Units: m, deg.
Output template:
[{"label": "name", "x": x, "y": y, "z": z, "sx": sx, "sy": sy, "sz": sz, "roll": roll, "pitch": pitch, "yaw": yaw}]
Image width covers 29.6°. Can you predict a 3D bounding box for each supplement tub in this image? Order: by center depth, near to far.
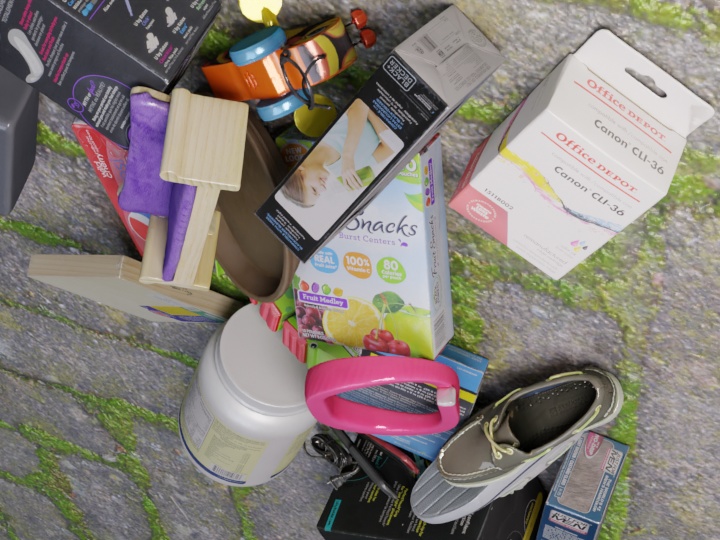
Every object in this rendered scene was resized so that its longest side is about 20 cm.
[{"label": "supplement tub", "x": -0.111, "y": 0.132, "z": 1.465, "sx": 0.144, "sy": 0.145, "sz": 0.200, "roll": 29, "pitch": 145, "yaw": -1}]

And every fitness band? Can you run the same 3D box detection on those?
[{"label": "fitness band", "x": 0.022, "y": 0.121, "z": 1.275, "sx": 0.142, "sy": 0.038, "sz": 0.200, "roll": -1, "pitch": 161, "yaw": 5}]

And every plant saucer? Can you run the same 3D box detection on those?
[{"label": "plant saucer", "x": -0.107, "y": -0.068, "z": 1.232, "sx": 0.200, "sy": 0.029, "sz": 0.201, "roll": 43, "pitch": 146, "yaw": 40}]

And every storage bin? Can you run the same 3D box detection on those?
[{"label": "storage bin", "x": -0.395, "y": -0.137, "z": 1.338, "sx": 0.133, "sy": 0.146, "sz": 0.200, "roll": 18, "pitch": 145, "yaw": -3}]

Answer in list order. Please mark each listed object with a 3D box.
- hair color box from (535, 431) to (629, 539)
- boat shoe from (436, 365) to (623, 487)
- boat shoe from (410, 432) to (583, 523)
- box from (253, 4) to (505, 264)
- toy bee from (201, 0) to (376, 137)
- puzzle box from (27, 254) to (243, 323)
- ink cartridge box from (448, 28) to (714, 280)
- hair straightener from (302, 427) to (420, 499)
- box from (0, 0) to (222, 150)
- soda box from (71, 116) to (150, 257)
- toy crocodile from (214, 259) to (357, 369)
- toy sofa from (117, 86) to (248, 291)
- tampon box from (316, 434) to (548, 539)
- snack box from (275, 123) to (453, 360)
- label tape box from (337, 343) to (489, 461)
[{"label": "hair color box", "x": 0.226, "y": 0.264, "z": 1.440, "sx": 0.060, "sy": 0.100, "sz": 0.201, "roll": 20, "pitch": 144, "yaw": 13}, {"label": "boat shoe", "x": 0.153, "y": 0.150, "z": 1.310, "sx": 0.201, "sy": 0.072, "sz": 0.060, "roll": -29, "pitch": 160, "yaw": 20}, {"label": "boat shoe", "x": 0.144, "y": 0.203, "z": 1.385, "sx": 0.200, "sy": 0.074, "sz": 0.067, "roll": -35, "pitch": 136, "yaw": 22}, {"label": "box", "x": 0.013, "y": -0.104, "z": 1.061, "sx": 0.060, "sy": 0.117, "sz": 0.200, "roll": 45, "pitch": 128, "yaw": 0}, {"label": "toy bee", "x": -0.043, "y": -0.165, "z": 1.095, "sx": 0.200, "sy": 0.108, "sz": 0.132, "roll": 37, "pitch": 152, "yaw": 44}, {"label": "puzzle box", "x": -0.233, "y": 0.021, "z": 1.435, "sx": 0.132, "sy": 0.026, "sz": 0.200, "roll": 0, "pitch": 165, "yaw": 33}, {"label": "ink cartridge box", "x": 0.169, "y": -0.086, "z": 1.065, "sx": 0.116, "sy": 0.068, "sz": 0.200, "roll": 33, "pitch": 145, "yaw": -7}, {"label": "hair straightener", "x": -0.019, "y": 0.198, "z": 1.498, "sx": 0.200, "sy": 0.077, "sz": 0.041, "roll": 32, "pitch": 168, "yaw": 48}, {"label": "box", "x": -0.237, "y": -0.217, "z": 1.143, "sx": 0.199, "sy": 0.106, "sz": 0.122, "roll": 34, "pitch": 145, "yaw": -9}, {"label": "soda box", "x": -0.202, "y": -0.086, "z": 1.323, "sx": 0.070, "sy": 0.064, "sz": 0.201, "roll": 7, "pitch": 140, "yaw": 28}, {"label": "toy crocodile", "x": -0.071, "y": 0.039, "z": 1.348, "sx": 0.200, "sy": 0.062, "sz": 0.068, "roll": 49, "pitch": 151, "yaw": 24}, {"label": "toy sofa", "x": -0.158, "y": -0.065, "z": 1.150, "sx": 0.097, "sy": 0.083, "sz": 0.200, "roll": 9, "pitch": 152, "yaw": -10}, {"label": "tampon box", "x": 0.083, "y": 0.269, "z": 1.500, "sx": 0.199, "sy": 0.150, "sz": 0.127, "roll": 1, "pitch": 138, "yaw": 33}, {"label": "snack box", "x": 0.005, "y": -0.026, "z": 1.212, "sx": 0.141, "sy": 0.053, "sz": 0.201, "roll": 8, "pitch": 119, "yaw": 24}, {"label": "label tape box", "x": 0.052, "y": 0.105, "z": 1.389, "sx": 0.143, "sy": 0.064, "sz": 0.201, "roll": 23, "pitch": 145, "yaw": 7}]
